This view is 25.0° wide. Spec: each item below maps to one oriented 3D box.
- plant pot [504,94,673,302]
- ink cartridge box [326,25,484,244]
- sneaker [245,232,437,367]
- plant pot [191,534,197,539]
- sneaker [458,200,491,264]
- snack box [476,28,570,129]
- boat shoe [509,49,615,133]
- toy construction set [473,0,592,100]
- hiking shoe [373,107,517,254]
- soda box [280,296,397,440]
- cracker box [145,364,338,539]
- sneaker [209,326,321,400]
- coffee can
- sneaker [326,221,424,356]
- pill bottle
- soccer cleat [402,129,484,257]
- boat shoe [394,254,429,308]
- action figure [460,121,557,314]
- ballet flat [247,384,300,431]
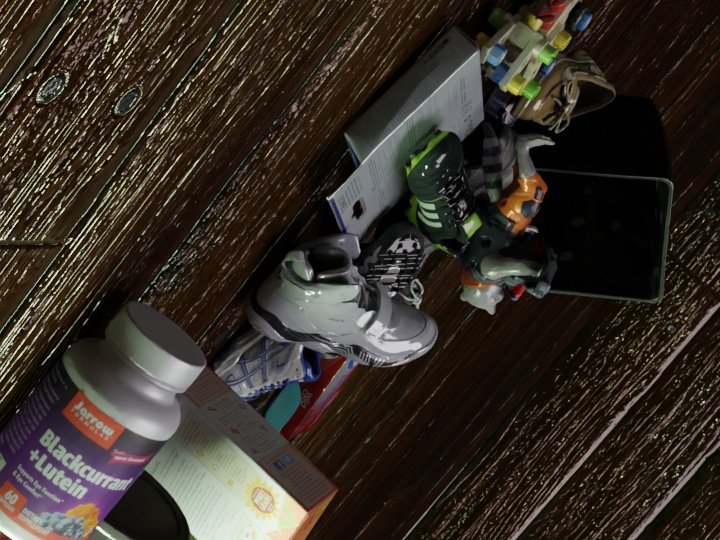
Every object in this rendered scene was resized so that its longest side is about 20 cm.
[{"bbox_3d":[0.264,-0.101,1.899,0.200,0.200,0.177,84,15,-46],"label":"plant pot"},{"bbox_3d":[0.037,-0.121,1.557,0.200,0.041,0.200,-46,166,-7],"label":"ink cartridge box"},{"bbox_3d":[-0.003,0.029,1.577,0.115,0.200,0.075,125,-30,-48],"label":"sneaker"},{"bbox_3d":[-0.189,0.286,1.732,0.200,0.200,0.184,-47,154,-5],"label":"plant pot"},{"bbox_3d":[0.164,-0.033,2.107,0.088,0.074,0.200,-44,167,6],"label":"sneaker"},{"bbox_3d":[0.160,-0.183,1.786,0.072,0.024,0.200,-33,159,-50],"label":"snack box"},{"bbox_3d":[0.225,-0.195,1.770,0.200,0.063,0.073,-32,159,-56],"label":"boat shoe"},{"bbox_3d":[0.188,-0.246,1.578,0.200,0.092,0.131,-37,167,-8],"label":"toy construction set"},{"bbox_3d":[0.085,-0.096,1.739,0.200,0.076,0.101,-40,142,-5],"label":"hiking shoe"},{"bbox_3d":[-0.041,0.096,1.845,0.200,0.070,0.063,-54,166,23],"label":"soda box"},{"bbox_3d":[-0.133,0.197,1.579,0.058,0.200,0.134,-32,159,-51],"label":"cracker box"},{"bbox_3d":[-0.091,0.097,1.670,0.200,0.088,0.075,-52,167,20],"label":"sneaker"},{"bbox_3d":[-0.273,0.278,1.492,0.200,0.146,0.146,-51,165,12],"label":"coffee can"},{"bbox_3d":[0.000,0.000,1.687,0.066,0.091,0.200,-3,145,-30],"label":"sneaker"},{"bbox_3d":[-0.218,0.126,1.324,0.200,0.111,0.111,-51,165,10],"label":"pill bottle"},{"bbox_3d":[0.086,-0.074,1.576,0.068,0.081,0.200,-44,166,-13],"label":"soccer cleat"},{"bbox_3d":[0.040,0.022,1.890,0.199,0.068,0.074,-48,166,-1],"label":"boat shoe"},{"bbox_3d":[0.146,-0.052,1.692,0.200,0.105,0.194,-130,-125,-77],"label":"action figure"},{"bbox_3d":[-0.129,0.175,1.756,0.200,0.065,0.071,-46,130,-59],"label":"ballet flat"}]
